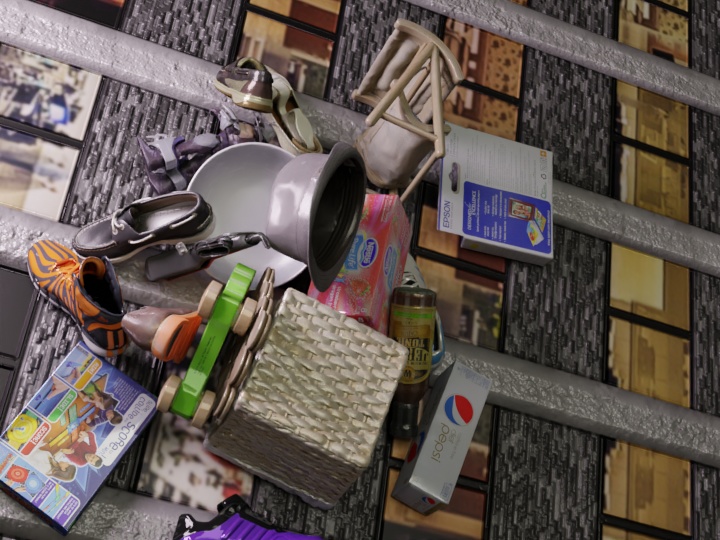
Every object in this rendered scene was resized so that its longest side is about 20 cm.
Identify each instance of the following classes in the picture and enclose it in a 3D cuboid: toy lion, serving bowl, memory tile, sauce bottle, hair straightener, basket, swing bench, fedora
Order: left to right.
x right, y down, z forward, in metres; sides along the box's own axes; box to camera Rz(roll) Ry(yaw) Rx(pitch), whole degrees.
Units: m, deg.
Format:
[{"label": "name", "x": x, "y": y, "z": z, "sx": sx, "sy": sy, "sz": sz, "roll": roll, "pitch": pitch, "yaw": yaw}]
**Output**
[{"label": "hair straightener", "x": -0.204, "y": -0.018, "z": 1.514, "sx": 0.077, "sy": 0.198, "sz": 0.041, "roll": -5, "pitch": 85, "yaw": -60}, {"label": "toy lion", "x": -0.186, "y": 0.088, "z": 1.493, "sx": 0.068, "sy": 0.192, "sz": 0.202, "roll": 24, "pitch": 90, "yaw": -4}, {"label": "memory tile", "x": -0.144, "y": 0.090, "z": 1.470, "sx": 0.017, "sy": 0.154, "sz": 0.200, "roll": 24, "pitch": 18, "yaw": -11}, {"label": "serving bowl", "x": -0.148, "y": -0.075, "z": 1.617, "sx": 0.197, "sy": 0.066, "sz": 0.203, "roll": 0, "pitch": 93, "yaw": -9}, {"label": "basket", "x": -0.066, "y": 0.166, "z": 1.503, "sx": 0.199, "sy": 0.161, "sz": 0.200, "roll": 28, "pitch": 57, "yaw": -9}, {"label": "fedora", "x": -0.065, "y": -0.079, "z": 1.526, "sx": 0.089, "sy": 0.177, "sz": 0.202, "roll": 13, "pitch": 62, "yaw": 19}, {"label": "swing bench", "x": 0.054, "y": -0.221, "z": 1.717, "sx": 0.129, "sy": 0.199, "sz": 0.202, "roll": 23, "pitch": 59, "yaw": -10}, {"label": "sauce bottle", "x": 0.067, "y": 0.125, "z": 1.589, "sx": 0.064, "sy": 0.065, "sz": 0.203, "roll": 1, "pitch": 95, "yaw": -21}]

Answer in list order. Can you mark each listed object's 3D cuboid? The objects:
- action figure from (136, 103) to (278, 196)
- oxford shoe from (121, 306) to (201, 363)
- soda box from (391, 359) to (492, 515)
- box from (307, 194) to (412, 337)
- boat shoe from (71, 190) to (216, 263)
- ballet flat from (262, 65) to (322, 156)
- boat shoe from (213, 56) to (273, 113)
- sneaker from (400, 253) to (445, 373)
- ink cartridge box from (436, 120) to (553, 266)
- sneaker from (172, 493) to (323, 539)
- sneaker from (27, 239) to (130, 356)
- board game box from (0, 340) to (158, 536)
[{"label": "action figure", "x": -0.207, "y": -0.175, "z": 1.635, "sx": 0.198, "sy": 0.131, "sz": 0.070, "roll": -20, "pitch": 58, "yaw": -14}, {"label": "oxford shoe", "x": -0.248, "y": 0.071, "z": 1.464, "sx": 0.072, "sy": 0.200, "sz": 0.072, "roll": 24, "pitch": 85, "yaw": 3}, {"label": "soda box", "x": 0.113, "y": 0.229, "z": 1.597, "sx": 0.063, "sy": 0.068, "sz": 0.201, "roll": 30, "pitch": 58, "yaw": -6}, {"label": "box", "x": 0.000, "y": 0.000, "z": 1.625, "sx": 0.101, "sy": 0.095, "sz": 0.202, "roll": 3, "pitch": 58, "yaw": 20}, {"label": "boat shoe", "x": -0.291, "y": -0.060, "z": 1.535, "sx": 0.197, "sy": 0.061, "sz": 0.075, "roll": -8, "pitch": 58, "yaw": 8}, {"label": "ballet flat", "x": -0.109, "y": -0.239, "z": 1.741, "sx": 0.067, "sy": 0.062, "sz": 0.201, "roll": -23, "pitch": 75, "yaw": -30}, {"label": "boat shoe", "x": -0.159, "y": -0.272, "z": 1.670, "sx": 0.072, "sy": 0.200, "sz": 0.066, "roll": 13, "pitch": 104, "yaw": -26}, {"label": "sneaker", "x": 0.078, "y": 0.048, "z": 1.670, "sx": 0.071, "sy": 0.073, "sz": 0.202, "roll": -8, "pitch": 67, "yaw": -24}, {"label": "ink cartridge box", "x": 0.207, "y": -0.119, "z": 1.823, "sx": 0.198, "sy": 0.047, "sz": 0.200, "roll": 12, "pitch": 63, "yaw": -14}, {"label": "sneaker", "x": -0.137, "y": 0.326, "z": 1.447, "sx": 0.198, "sy": 0.070, "sz": 0.101, "roll": 1, "pitch": 63, "yaw": -22}, {"label": "sneaker", "x": -0.353, "y": 0.007, "z": 1.474, "sx": 0.077, "sy": 0.113, "sz": 0.200, "roll": -33, "pitch": 63, "yaw": -33}, {"label": "board game box", "x": -0.355, "y": 0.204, "z": 1.438, "sx": 0.135, "sy": 0.034, "sz": 0.201, "roll": 37, "pitch": 58, "yaw": -1}]
